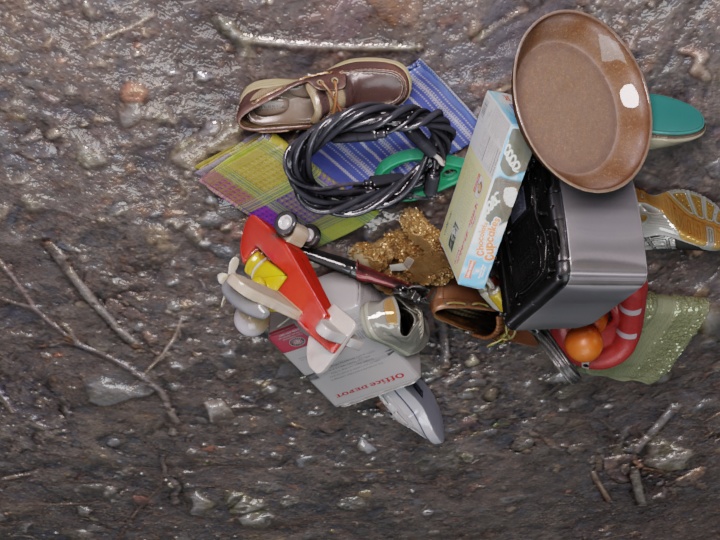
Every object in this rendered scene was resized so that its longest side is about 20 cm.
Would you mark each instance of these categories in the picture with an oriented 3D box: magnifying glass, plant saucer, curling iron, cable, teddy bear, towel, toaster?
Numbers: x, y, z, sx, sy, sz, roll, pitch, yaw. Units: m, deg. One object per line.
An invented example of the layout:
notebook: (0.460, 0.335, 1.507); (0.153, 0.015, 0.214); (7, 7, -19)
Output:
magnifying glass: (0.116, -0.123, 1.247); (0.199, 0.022, 0.080); (-6, 144, -4)
plant saucer: (0.232, -0.178, 1.098); (0.200, 0.201, 0.037); (23, 159, -27)
curling iron: (0.000, 0.000, 1.326); (0.199, 0.026, 0.050); (22, 176, 4)
cable: (0.221, 0.073, 1.382); (0.050, 0.097, 0.200); (-35, 100, 4)
teddy bear: (0.083, -0.028, 1.346); (0.200, 0.067, 0.145); (-30, 123, 36)
towel: (-0.090, -0.097, 1.257); (0.200, 0.023, 0.143); (33, 140, -33)
toaster: (0.242, -0.043, 1.211); (0.118, 0.182, 0.200); (1, 157, -15)
towel: (0.033, -0.155, 1.219); (0.200, 0.024, 0.145); (-29, 133, 26)
towel: (0.423, 0.103, 1.524); (0.148, 0.037, 0.200); (6, 138, -11)
cable: (0.011, -0.124, 1.149); (0.199, 0.051, 0.163); (0, 145, -21)

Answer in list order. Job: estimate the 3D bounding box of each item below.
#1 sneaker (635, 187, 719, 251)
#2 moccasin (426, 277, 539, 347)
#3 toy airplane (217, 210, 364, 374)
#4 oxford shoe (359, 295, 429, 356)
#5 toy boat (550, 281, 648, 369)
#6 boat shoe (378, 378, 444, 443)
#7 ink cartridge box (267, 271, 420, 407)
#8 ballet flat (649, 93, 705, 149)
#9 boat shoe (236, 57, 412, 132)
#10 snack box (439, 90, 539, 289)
sneaker: (0.381, -0.059, 1.326); (0.199, 0.076, 0.088); (12, 152, -11)
moccasin: (0.183, 0.070, 1.439); (0.201, 0.078, 0.074); (26, 131, -29)
toy airplane: (-0.089, 0.044, 1.239); (0.141, 0.199, 0.200); (-34, 110, 14)
oxford shoe: (0.063, 0.074, 1.397); (0.058, 0.076, 0.200); (-19, 163, 20)
toy boat: (0.314, 0.070, 1.389); (0.130, 0.131, 0.200); (14, 142, 21)
boat shoe: (0.071, 0.206, 1.602); (0.065, 0.074, 0.200); (-17, 127, 22)
ink cartridge box: (-0.020, 0.097, 1.454); (0.145, 0.085, 0.200); (-20, 134, 19)
ballet flat: (0.298, -0.173, 1.190); (0.199, 0.070, 0.070); (9, 137, -6)
boat shoe: (-0.042, -0.186, 1.130); (0.199, 0.072, 0.072); (-5, 117, 7)
snack box: (0.145, -0.094, 1.178); (0.037, 0.116, 0.201); (10, 117, -13)
